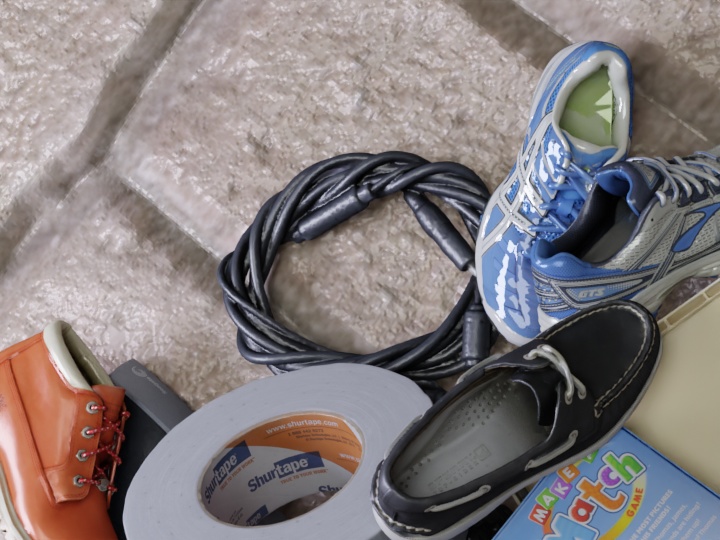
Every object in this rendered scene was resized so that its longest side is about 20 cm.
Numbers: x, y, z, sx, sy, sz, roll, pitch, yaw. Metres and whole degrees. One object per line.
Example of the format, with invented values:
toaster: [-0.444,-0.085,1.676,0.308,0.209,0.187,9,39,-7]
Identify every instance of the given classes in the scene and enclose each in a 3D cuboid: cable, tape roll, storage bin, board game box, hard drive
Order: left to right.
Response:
hard drive: [-0.135,0.170,1.274,0.135,0.042,0.200,-46,73,9]
tape roll: [-0.038,0.142,1.148,0.200,0.200,0.066,-9,123,17]
cable: [0.000,0.000,1.244,0.200,0.051,0.163,10,87,19]
board game box: [0.165,0.193,1.053,0.200,0.037,0.151,36,74,18]
storage bin: [0.214,0.132,1.138,0.198,0.094,0.200,-37,75,12]

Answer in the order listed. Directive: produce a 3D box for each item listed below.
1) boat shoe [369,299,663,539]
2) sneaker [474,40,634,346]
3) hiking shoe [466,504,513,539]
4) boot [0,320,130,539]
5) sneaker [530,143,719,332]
boat shoe: [0.089,0.076,1.058,0.200,0.060,0.074,-32,68,-14]
sneaker: [0.120,-0.051,1.183,0.076,0.077,0.200,13,86,-3]
hiking shoe: [0.000,0.181,1.189,0.200,0.076,0.101,-21,33,-22]
boot: [-0.184,0.128,1.237,0.107,0.075,0.200,-35,72,7]
sneaker: [0.183,-0.035,1.137,0.200,0.085,0.077,-38,36,-15]
